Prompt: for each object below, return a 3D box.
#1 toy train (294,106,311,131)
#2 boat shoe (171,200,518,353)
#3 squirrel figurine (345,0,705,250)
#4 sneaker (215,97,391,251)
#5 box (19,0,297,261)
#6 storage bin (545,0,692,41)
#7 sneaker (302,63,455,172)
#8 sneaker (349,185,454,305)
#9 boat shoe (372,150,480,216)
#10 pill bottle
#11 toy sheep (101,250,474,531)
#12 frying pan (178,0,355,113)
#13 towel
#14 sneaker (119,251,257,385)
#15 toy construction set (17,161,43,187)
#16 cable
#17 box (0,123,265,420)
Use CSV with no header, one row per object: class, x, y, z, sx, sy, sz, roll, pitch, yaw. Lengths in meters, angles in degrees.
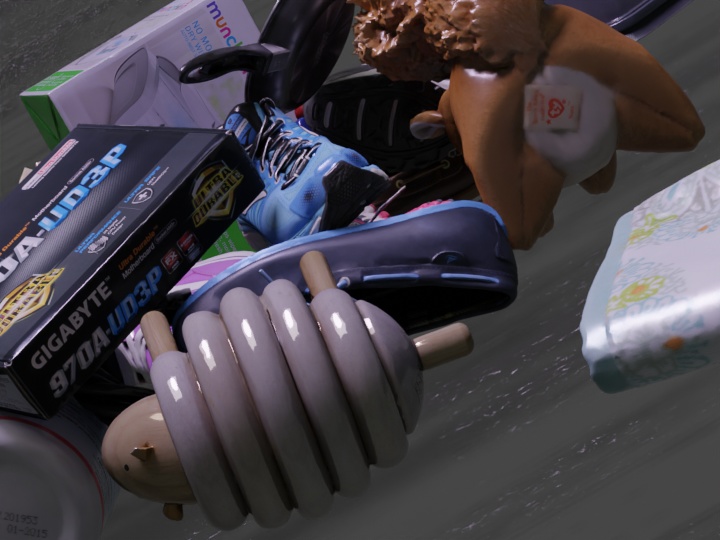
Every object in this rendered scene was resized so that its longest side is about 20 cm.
toy train,0.019,-0.084,1.596,0.199,0.085,0.116,-11,-16,-35
boat shoe,-0.008,0.018,1.178,0.199,0.084,0.069,-22,55,2
squirrel figurine,0.088,-0.122,1.322,0.141,0.200,0.187,-38,13,-4
sneaker,-0.052,-0.057,1.261,0.078,0.090,0.200,-43,15,-14
box,-0.138,-0.096,1.651,0.176,0.201,0.097,-33,16,-18
storage bin,0.160,-0.251,1.739,0.145,0.135,0.200,-37,16,-29
sneaker,0.048,-0.120,1.447,0.199,0.074,0.079,-8,34,-26
sneaker,0.000,0.000,1.310,0.075,0.081,0.200,-41,19,-32
boat shoe,0.037,-0.065,1.478,0.200,0.071,0.070,-33,11,-20
pill bottle,-0.192,0.106,1.254,0.108,0.109,0.200,-26,15,12
toy sheep,-0.038,0.064,1.075,0.199,0.138,0.138,-24,15,-1
frying pan,-0.046,-0.149,1.294,0.115,0.031,0.190,-62,-14,4
towel,0.202,-0.016,1.053,0.171,0.048,0.200,-24,16,22
sneaker,-0.154,0.053,1.442,0.200,0.073,0.114,-25,20,20
toy construction set,-0.223,0.008,1.564,0.131,0.092,0.200,-36,-27,-22
cable,-0.115,0.048,1.253,0.200,0.163,0.051,-77,8,-70
box,-0.171,-0.005,1.217,0.159,0.046,0.200,6,47,48
